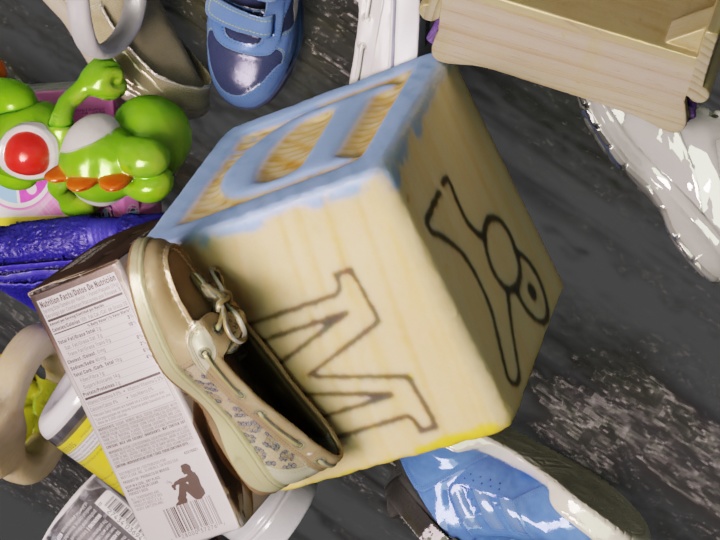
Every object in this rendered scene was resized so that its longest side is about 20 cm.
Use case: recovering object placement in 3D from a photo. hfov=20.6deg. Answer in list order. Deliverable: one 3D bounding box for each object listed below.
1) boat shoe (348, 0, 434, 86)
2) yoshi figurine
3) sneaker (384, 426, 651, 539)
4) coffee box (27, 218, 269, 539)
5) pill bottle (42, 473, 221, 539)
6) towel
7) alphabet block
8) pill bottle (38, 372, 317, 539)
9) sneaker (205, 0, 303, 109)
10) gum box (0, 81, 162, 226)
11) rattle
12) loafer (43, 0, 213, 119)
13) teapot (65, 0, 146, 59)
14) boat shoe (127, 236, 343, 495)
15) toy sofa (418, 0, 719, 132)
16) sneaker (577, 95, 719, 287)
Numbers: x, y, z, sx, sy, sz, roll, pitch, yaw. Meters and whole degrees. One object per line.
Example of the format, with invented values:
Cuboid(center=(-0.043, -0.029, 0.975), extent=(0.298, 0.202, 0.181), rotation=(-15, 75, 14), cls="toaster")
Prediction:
Cuboid(center=(0.018, -0.201, 1.381), extent=(0.065, 0.074, 0.202), rotation=(8, 105, 15), cls="boat shoe")
Cuboid(center=(-0.201, -0.096, 1.426), extent=(0.199, 0.112, 0.113), rotation=(16, 73, 30), cls="yoshi figurine")
Cuboid(center=(0.108, 0.183, 1.437), extent=(0.199, 0.077, 0.112), rotation=(30, 106, 17), cls="sneaker")
Cuboid(center=(-0.132, 0.074, 1.359), extent=(0.079, 0.113, 0.201), rotation=(-20, 101, 26), cls="coffee box")
Cuboid(center=(-0.146, 0.248, 1.541), extent=(0.200, 0.106, 0.107), rotation=(39, 114, 8), cls="pill bottle")
Cuboid(center=(-0.172, 0.007, 1.475), extent=(0.198, 0.148, 0.050), rotation=(-3, 64, 23), cls="towel")
Cuboid(center=(0.000, 0.000, 1.346), extent=(0.195, 0.196, 0.201), rotation=(-17, 113, 28), cls="alphabet block")
Cuboid(center=(-0.134, 0.132, 1.489), extent=(0.199, 0.112, 0.112), rotation=(38, 115, -11), cls="pill bottle")
Cuboid(center=(-0.076, -0.210, 1.412), extent=(0.073, 0.082, 0.202), rotation=(18, 110, 14), cls="sneaker")
Cuboid(center=(-0.247, -0.084, 1.520), extent=(0.198, 0.066, 0.115), rotation=(-1, 102, 22), cls="gum box")
Cuboid(center=(-0.302, 0.101, 1.513), extent=(0.142, 0.200, 0.131), rotation=(27, 116, 12), cls="rattle")
Cuboid(center=(-0.178, -0.194, 1.460), extent=(0.200, 0.076, 0.068), rotation=(46, 121, 6), cls="loafer")
Cuboid(center=(-0.158, -0.282, 1.369), extent=(0.199, 0.146, 0.198), rotation=(-33, 74, 13), cls="teapot")
Cuboid(center=(-0.080, 0.054, 1.253), extent=(0.062, 0.074, 0.201), rotation=(-19, 123, 21), cls="boat shoe")
Cuboid(center=(0.144, -0.175, 1.297), extent=(0.198, 0.083, 0.098), rotation=(18, 143, 9), cls="toy sofa")
Cuboid(center=(0.215, -0.085, 1.343), extent=(0.087, 0.075, 0.200), rotation=(-38, 90, 8), cls="sneaker")
